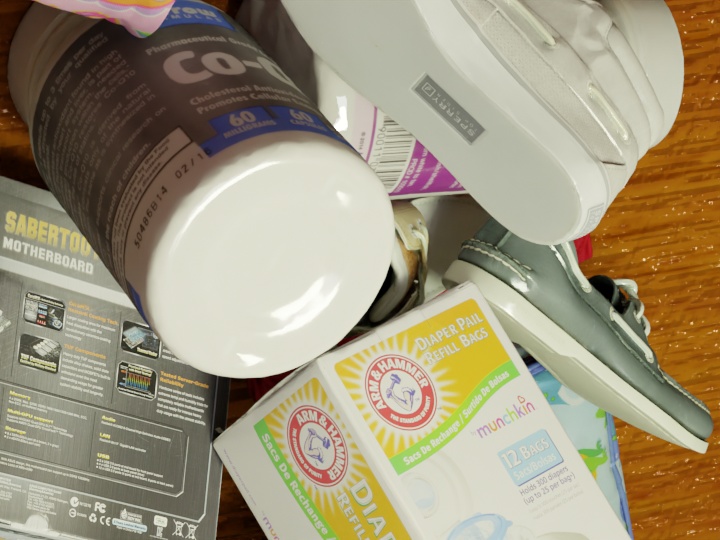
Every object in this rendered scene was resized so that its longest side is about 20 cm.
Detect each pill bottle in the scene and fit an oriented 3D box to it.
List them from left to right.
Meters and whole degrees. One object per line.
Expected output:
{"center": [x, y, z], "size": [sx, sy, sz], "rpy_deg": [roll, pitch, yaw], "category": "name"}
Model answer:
{"center": [-0.076, -0.050, 1.187], "size": [0.114, 0.200, 0.114], "rpy_deg": [-15, 126, -21], "category": "pill bottle"}
{"center": [0.047, -0.091, 1.290], "size": [0.200, 0.112, 0.112], "rpy_deg": [-5, 121, -27], "category": "pill bottle"}

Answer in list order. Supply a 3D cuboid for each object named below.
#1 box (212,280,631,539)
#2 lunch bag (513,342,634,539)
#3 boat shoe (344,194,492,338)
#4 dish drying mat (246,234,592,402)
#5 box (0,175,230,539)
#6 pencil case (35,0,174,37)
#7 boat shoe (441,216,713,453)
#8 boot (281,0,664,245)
{"center": [0.041, 0.124, 1.260], "size": [0.112, 0.200, 0.101], "rpy_deg": [-24, 169, -40], "category": "box"}
{"center": [0.060, 0.126, 1.456], "size": [0.160, 0.082, 0.200], "rpy_deg": [-20, 126, -13], "category": "lunch bag"}
{"center": [0.000, 0.000, 1.303], "size": [0.200, 0.068, 0.075], "rpy_deg": [-18, 112, -42], "category": "boat shoe"}
{"center": [0.029, 0.001, 1.398], "size": [0.200, 0.018, 0.077], "rpy_deg": [-23, 126, -16], "category": "dish drying mat"}
{"center": [-0.151, 0.045, 1.246], "size": [0.200, 0.048, 0.159], "rpy_deg": [18, 68, -37], "category": "box"}
{"center": [-0.159, -0.165, 1.116], "size": [0.200, 0.087, 0.088], "rpy_deg": [19, 109, -20], "category": "pencil case"}
{"center": [0.121, 0.029, 1.348], "size": [0.200, 0.073, 0.062], "rpy_deg": [37, 79, -39], "category": "boat shoe"}
{"center": [0.047, -0.107, 1.200], "size": [0.200, 0.074, 0.096], "rpy_deg": [49, 46, -6], "category": "boot"}
